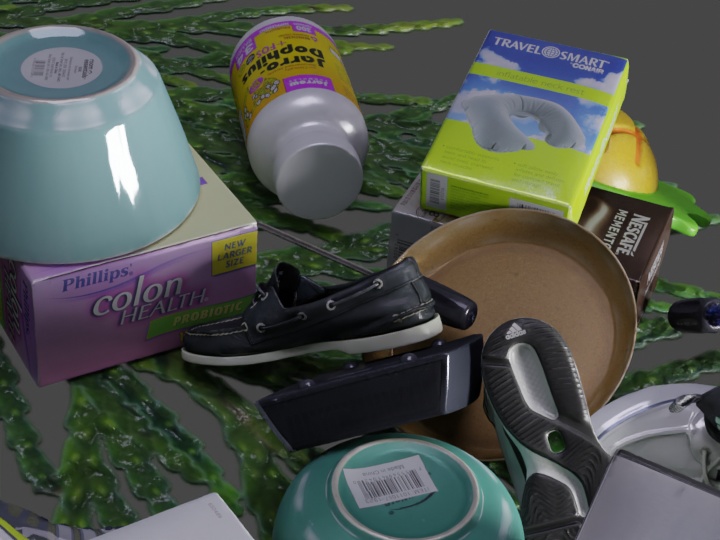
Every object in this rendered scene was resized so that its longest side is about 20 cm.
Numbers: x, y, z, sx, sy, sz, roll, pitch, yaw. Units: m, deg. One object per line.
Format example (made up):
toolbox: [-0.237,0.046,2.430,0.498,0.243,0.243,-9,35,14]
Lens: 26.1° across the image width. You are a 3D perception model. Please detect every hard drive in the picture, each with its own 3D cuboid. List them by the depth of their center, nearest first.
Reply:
hard drive: [0.015,0.077,0.997,0.134,0.043,0.200,-15,-2,10]

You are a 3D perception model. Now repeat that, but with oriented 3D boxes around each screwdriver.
screwdriver: [0.273,0.028,1.111,0.028,0.029,0.200,-1,-6,-15]
screwdriver: [0.000,0.000,1.141,0.199,0.029,0.028,22,79,32]

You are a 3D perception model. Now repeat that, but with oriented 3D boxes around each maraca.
maraca: [0.199,-0.083,1.300,0.199,0.108,0.137,31,26,18]

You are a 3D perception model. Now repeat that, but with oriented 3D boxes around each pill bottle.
pill bottle: [-0.051,-0.130,1.333,0.103,0.105,0.201,-3,36,-12]

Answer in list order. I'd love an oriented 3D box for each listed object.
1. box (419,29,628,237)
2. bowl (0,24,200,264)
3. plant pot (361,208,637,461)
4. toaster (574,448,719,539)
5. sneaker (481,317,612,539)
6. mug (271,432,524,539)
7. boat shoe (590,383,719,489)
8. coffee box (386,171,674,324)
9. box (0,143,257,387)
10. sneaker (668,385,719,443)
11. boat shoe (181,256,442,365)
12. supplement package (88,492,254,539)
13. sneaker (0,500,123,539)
box: [0.134,-0.115,1.218,0.121,0.048,0.201,15,49,14]
bowl: [-0.215,-0.104,1.112,0.199,0.106,0.201,3,36,-2]
plant pot: [0.099,0.047,1.108,0.198,0.028,0.201,-8,58,13]
toaster: [0.190,0.219,0.820,0.199,0.182,0.119,22,44,21]
sneaker: [0.127,0.128,0.990,0.075,0.202,0.115,-15,-4,3]
mug: [0.016,0.178,0.906,0.151,0.115,0.185,16,37,15]
boat shoe: [0.241,0.119,1.052,0.198,0.074,0.065,-8,33,-16]
coffee box: [0.132,-0.017,1.220,0.199,0.080,0.113,16,37,15]
box: [-0.199,-0.027,1.180,0.175,0.097,0.200,-16,40,-26]
sneaker: [0.257,0.122,0.987,0.139,0.078,0.201,25,54,-11]
boat shoe: [-0.042,0.026,1.100,0.198,0.067,0.074,-6,11,27]
supplement package: [-0.093,0.232,0.744,0.116,0.201,0.117,-18,41,-29]
sneaker: [-0.173,0.181,0.929,0.199,0.074,0.081,29,32,20]
